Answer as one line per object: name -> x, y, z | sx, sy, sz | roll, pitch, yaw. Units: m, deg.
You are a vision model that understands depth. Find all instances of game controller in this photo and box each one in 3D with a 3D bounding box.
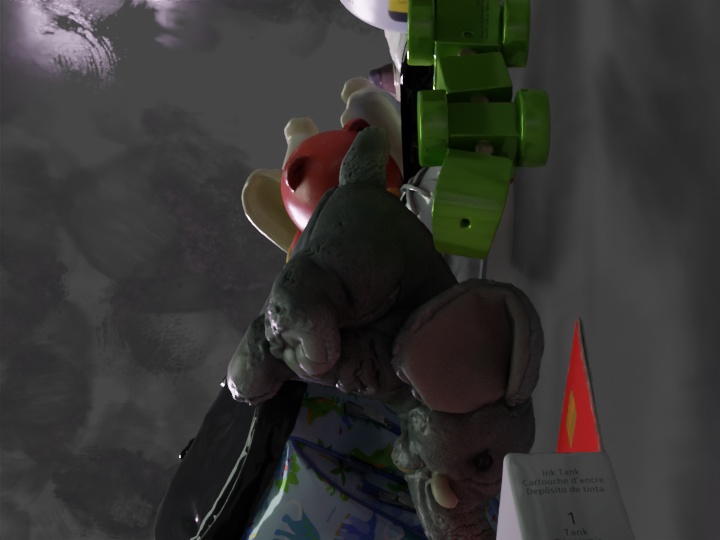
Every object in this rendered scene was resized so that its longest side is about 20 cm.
game controller -> 0.053, -0.114, 0.809 | 0.105, 0.042, 0.200 | -55, -20, -23

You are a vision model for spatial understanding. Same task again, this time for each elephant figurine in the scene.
elephant figurine -> 0.041, 0.056, 0.667 | 0.156, 0.199, 0.142 | -60, 2, 33

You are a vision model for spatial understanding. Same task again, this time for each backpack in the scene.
backpack -> -0.004, 0.156, 0.761 | 0.164, 0.199, 0.154 | -56, 29, 23

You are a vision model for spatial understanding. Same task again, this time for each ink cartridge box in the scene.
ink cartridge box -> 0.074, 0.150, 0.514 | 0.177, 0.044, 0.201 | -93, 3, -55

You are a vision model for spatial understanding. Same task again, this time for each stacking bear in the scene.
stacking bear -> 0.000, 0.000, 0.837 | 0.113, 0.121, 0.201 | 30, 142, 46

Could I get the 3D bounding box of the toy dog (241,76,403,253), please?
toy dog -> 0.022, -0.064, 0.997 | 0.140, 0.194, 0.200 | -45, 4, 15

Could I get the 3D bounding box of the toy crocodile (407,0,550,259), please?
toy crocodile -> 0.059, -0.094, 0.656 | 0.062, 0.067, 0.201 | 90, 179, -49

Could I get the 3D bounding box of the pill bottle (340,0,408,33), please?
pill bottle -> 0.035, -0.253, 0.768 | 0.201, 0.110, 0.112 | 92, 178, -58

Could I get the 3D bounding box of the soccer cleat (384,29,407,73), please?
soccer cleat -> 0.055, -0.235, 0.966 | 0.078, 0.069, 0.202 | -103, 15, -72

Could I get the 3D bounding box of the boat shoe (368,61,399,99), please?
boat shoe -> 0.039, -0.259, 1.880 | 0.200, 0.064, 0.073 | 90, 178, -76

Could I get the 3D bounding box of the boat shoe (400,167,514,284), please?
boat shoe -> 0.056, -0.028, 0.767 | 0.072, 0.068, 0.201 | -91, 2, -65
